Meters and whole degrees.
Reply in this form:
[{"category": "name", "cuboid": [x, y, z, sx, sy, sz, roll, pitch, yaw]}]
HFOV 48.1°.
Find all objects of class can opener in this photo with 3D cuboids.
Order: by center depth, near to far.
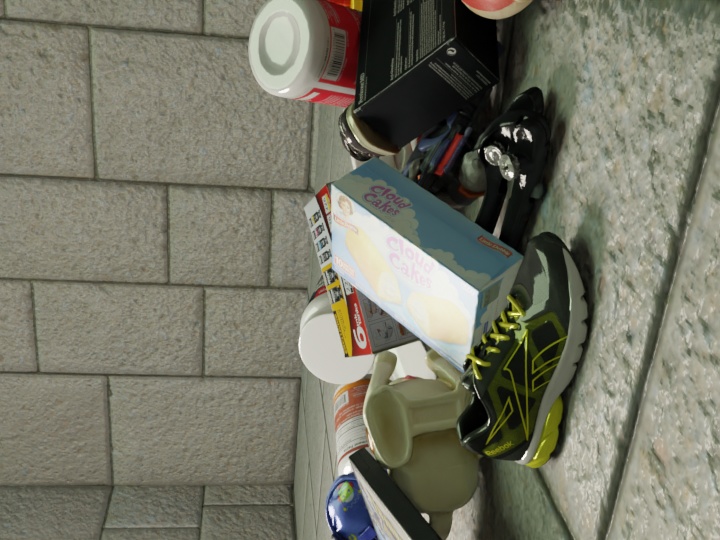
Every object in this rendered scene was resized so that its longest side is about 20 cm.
[{"category": "can opener", "cuboid": [0.136, -0.064, 0.741, 0.063, 0.078, 0.203, 36, 139, 31]}]

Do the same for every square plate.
[{"category": "square plate", "cuboid": [0.057, 0.084, 1.103, 0.199, 0.028, 0.203, 99, 151, -63]}]

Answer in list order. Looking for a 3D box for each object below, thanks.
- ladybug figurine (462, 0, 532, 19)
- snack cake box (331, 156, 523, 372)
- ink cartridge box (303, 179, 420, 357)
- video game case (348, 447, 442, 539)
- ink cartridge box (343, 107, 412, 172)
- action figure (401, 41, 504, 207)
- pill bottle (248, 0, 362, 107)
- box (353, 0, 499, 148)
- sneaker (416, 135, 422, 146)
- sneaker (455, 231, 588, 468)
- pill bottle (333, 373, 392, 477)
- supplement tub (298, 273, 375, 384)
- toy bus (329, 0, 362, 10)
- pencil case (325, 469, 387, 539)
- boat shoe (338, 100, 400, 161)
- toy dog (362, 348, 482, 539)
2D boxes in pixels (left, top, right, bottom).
[{"category": "ladybug figurine", "cuboid": [0.116, -0.313, 0.724, 0.136, 0.071, 0.203, -48, 39, 37]}, {"category": "snack cake box", "cuboid": [0.058, -0.008, 0.791, 0.199, 0.067, 0.116, 38, 146, 32]}, {"category": "ink cartridge box", "cuboid": [0.000, 0.000, 1.004, 0.175, 0.082, 0.204, 152, 103, -73]}, {"category": "video game case", "cuboid": [0.062, 0.297, 0.792, 0.200, 0.025, 0.183, 39, 151, 55]}, {"category": "ink cartridge box", "cuboid": [0.030, -0.158, 1.152, 0.200, 0.086, 0.149, -110, 7, -85]}, {"category": "action figure", "cuboid": [0.113, -0.141, 0.880, 0.202, 0.104, 0.194, -57, 21, 9]}, {"category": "pill bottle", "cuboid": [-0.026, -0.252, 0.950, 0.111, 0.198, 0.115, 3, 94, 40]}, {"category": "box", "cuboid": [0.069, -0.254, 0.856, 0.140, 0.078, 0.203, -26, 46, 37]}, {"category": "sneaker", "cuboid": [0.075, -0.242, 1.039, 0.077, 0.083, 0.205, 87, -174, -80]}, {"category": "sneaker", "cuboid": [0.125, 0.069, 0.647, 0.075, 0.083, 0.204, -116, 29, -71]}, {"category": "pill bottle", "cuboid": [0.018, 0.271, 1.239, 0.113, 0.110, 0.203, 101, 168, -45]}, {"category": "supplement tub", "cuboid": [-0.020, 0.076, 1.310, 0.201, 0.137, 0.143, -70, -13, -63]}, {"category": "toy bus", "cuboid": [0.018, -0.364, 1.127, 0.136, 0.187, 0.204, -118, 30, -70]}, {"category": "pencil case", "cuboid": [0.030, 0.275, 0.979, 0.088, 0.078, 0.199, 59, -161, 15]}, {"category": "boat shoe", "cuboid": [0.008, -0.157, 0.927, 0.073, 0.064, 0.200, 62, -161, -6]}, {"category": "toy dog", "cuboid": [0.074, 0.180, 0.898, 0.200, 0.137, 0.198, -165, 59, -82]}]
